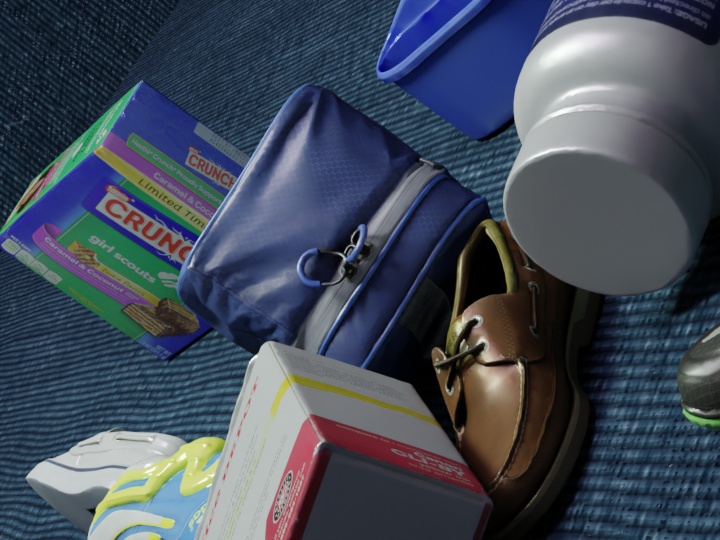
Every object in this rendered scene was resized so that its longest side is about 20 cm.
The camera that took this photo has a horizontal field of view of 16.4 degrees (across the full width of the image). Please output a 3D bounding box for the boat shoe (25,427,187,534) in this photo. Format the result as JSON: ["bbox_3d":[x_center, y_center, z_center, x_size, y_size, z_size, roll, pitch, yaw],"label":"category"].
[{"bbox_3d":[-0.165,0.142,1.704,0.065,0.074,0.200,-52,23,-20],"label":"boat shoe"}]

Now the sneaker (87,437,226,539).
[{"bbox_3d":[-0.097,0.152,1.405,0.200,0.076,0.105,-36,23,38],"label":"sneaker"}]

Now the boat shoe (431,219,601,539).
[{"bbox_3d":[0.063,0.049,1.164,0.072,0.068,0.200,-43,17,27],"label":"boat shoe"}]

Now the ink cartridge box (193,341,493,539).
[{"bbox_3d":[-0.018,0.128,1.119,0.200,0.083,0.146,-127,55,-76],"label":"ink cartridge box"}]

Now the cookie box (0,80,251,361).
[{"bbox_3d":[-0.156,-0.034,1.886,0.200,0.171,0.075,-35,24,52],"label":"cookie box"}]

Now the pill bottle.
[{"bbox_3d":[0.138,-0.090,1.156,0.120,0.120,0.201,-37,20,48],"label":"pill bottle"}]

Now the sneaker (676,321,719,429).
[{"bbox_3d":[0.182,-0.023,0.915,0.200,0.084,0.077,-48,14,18],"label":"sneaker"}]

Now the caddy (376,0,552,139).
[{"bbox_3d":[0.088,-0.178,1.572,0.200,0.105,0.142,-38,21,46],"label":"caddy"}]

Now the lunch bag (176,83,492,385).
[{"bbox_3d":[0.000,0.000,1.303,0.136,0.132,0.200,-57,-10,-3],"label":"lunch bag"}]
